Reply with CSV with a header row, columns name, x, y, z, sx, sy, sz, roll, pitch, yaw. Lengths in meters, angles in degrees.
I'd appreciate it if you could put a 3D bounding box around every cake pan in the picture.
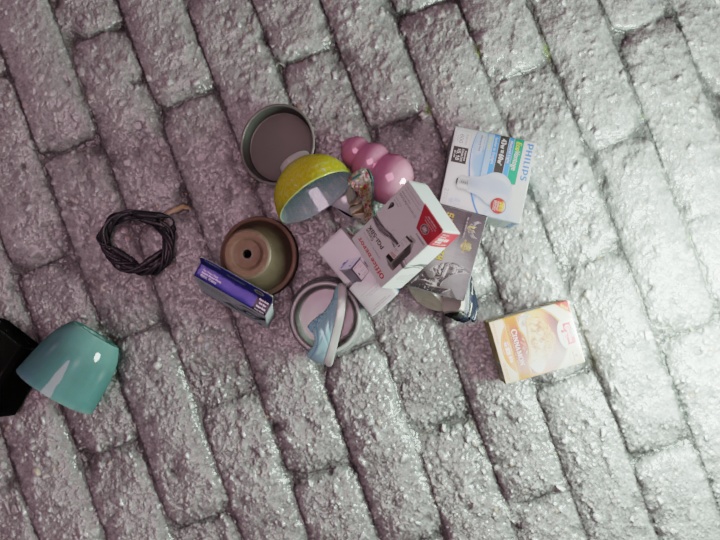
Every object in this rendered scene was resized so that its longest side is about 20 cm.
name,x,y,z,sx,sy,sz,roll,pitch,yaw
cake pan,-0.202,-0.309,1.476,0.198,0.037,0.203,-1,87,14

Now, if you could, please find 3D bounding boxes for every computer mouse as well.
name,x,y,z,sx,sy,sz,roll,pitch,yaw
computer mouse,-0.072,-0.204,1.485,0.199,0.044,0.110,30,89,2

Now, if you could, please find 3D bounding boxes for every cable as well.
name,x,y,z,sx,sy,sz,roll,pitch,yaw
cable,-0.565,-0.070,1.499,0.197,0.051,0.165,3,94,-1

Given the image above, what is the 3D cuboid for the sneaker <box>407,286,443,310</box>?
name,x,y,z,sx,sy,sz,roll,pitch,yaw
sneaker,0.148,0.012,1.467,0.200,0.075,0.085,44,55,-12

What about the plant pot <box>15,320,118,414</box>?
name,x,y,z,sx,sy,sz,roll,pitch,yaw
plant pot,-0.681,0.220,1.425,0.199,0.201,0.162,32,76,2

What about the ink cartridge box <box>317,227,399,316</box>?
name,x,y,z,sx,sy,sz,roll,pitch,yaw
ink cartridge box,0.000,0.000,1.427,0.086,0.146,0.200,-42,88,7

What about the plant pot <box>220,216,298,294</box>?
name,x,y,z,sx,sy,sz,roll,pitch,yaw
plant pot,-0.255,-0.034,1.423,0.197,0.175,0.203,0,90,2

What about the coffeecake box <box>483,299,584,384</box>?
name,x,y,z,sx,sy,sz,roll,pitch,yaw
coffeecake box,0.421,0.172,1.450,0.198,0.073,0.155,-16,88,1

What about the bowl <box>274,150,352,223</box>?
name,x,y,z,sx,sy,sz,roll,pitch,yaw
bowl,-0.127,-0.211,1.381,0.199,0.200,0.108,-32,78,1

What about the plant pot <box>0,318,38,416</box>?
name,x,y,z,sx,sy,sz,roll,pitch,yaw
plant pot,-0.894,0.220,1.434,0.199,0.200,0.178,36,79,2

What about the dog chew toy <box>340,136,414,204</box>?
name,x,y,z,sx,sy,sz,roll,pitch,yaw
dog chew toy,0.035,-0.252,1.450,0.200,0.125,0.125,40,90,10

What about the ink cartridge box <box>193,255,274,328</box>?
name,x,y,z,sx,sy,sz,roll,pitch,yaw
ink cartridge box,-0.298,0.057,1.410,0.198,0.200,0.041,29,70,3

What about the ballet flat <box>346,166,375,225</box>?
name,x,y,z,sx,sy,sz,roll,pitch,yaw
ballet flat,-0.001,-0.164,1.415,0.063,0.201,0.076,-23,54,-10

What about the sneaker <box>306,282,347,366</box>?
name,x,y,z,sx,sy,sz,roll,pitch,yaw
sneaker,-0.083,0.122,1.407,0.081,0.074,0.203,13,89,-1

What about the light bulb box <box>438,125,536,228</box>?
name,x,y,z,sx,sy,sz,roll,pitch,yaw
light bulb box,0.298,-0.220,1.435,0.197,0.125,0.201,11,89,3

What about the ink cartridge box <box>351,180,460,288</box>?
name,x,y,z,sx,sy,sz,roll,pitch,yaw
ink cartridge box,0.096,-0.075,1.316,0.200,0.082,0.148,-44,66,28

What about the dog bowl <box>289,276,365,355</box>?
name,x,y,z,sx,sy,sz,roll,pitch,yaw
dog bowl,-0.085,0.115,1.473,0.197,0.059,0.203,0,89,2

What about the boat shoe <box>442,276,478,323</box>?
name,x,y,z,sx,sy,sz,roll,pitch,yaw
boat shoe,0.249,0.034,1.467,0.074,0.092,0.202,-8,62,37

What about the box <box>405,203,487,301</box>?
name,x,y,z,sx,sy,sz,roll,pitch,yaw
box,0.189,-0.048,1.366,0.157,0.048,0.202,16,101,10
